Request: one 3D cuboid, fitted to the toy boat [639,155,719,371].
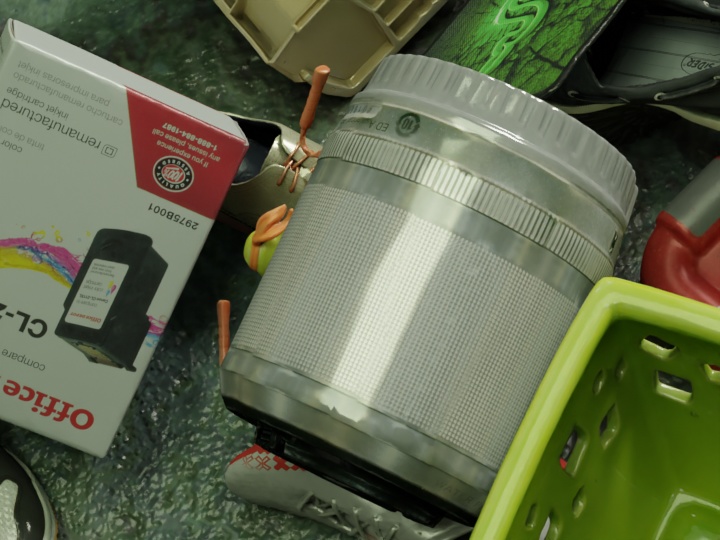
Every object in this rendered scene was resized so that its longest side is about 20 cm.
[{"bbox_3d":[0.238,0.006,0.995,0.130,0.131,0.200,-44,62,-7],"label":"toy boat"}]

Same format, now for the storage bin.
[{"bbox_3d":[-0.021,-0.244,1.186,0.199,0.094,0.200,-45,62,10],"label":"storage bin"}]

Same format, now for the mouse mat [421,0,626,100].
[{"bbox_3d":[0.105,-0.156,1.056,0.200,0.008,0.160,-51,25,-24],"label":"mouse mat"}]

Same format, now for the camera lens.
[{"bbox_3d":[0.032,0.015,0.950,0.159,0.160,0.202,22,82,23],"label":"camera lens"}]

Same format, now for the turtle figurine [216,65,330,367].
[{"bbox_3d":[0.000,0.000,1.066,0.160,0.064,0.202,20,106,9],"label":"turtle figurine"}]

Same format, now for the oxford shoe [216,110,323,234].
[{"bbox_3d":[-0.029,-0.041,1.125,0.198,0.074,0.071,19,72,23],"label":"oxford shoe"}]

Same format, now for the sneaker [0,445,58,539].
[{"bbox_3d":[-0.255,0.102,1.115,0.076,0.088,0.200,-41,63,-8],"label":"sneaker"}]

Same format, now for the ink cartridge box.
[{"bbox_3d":[-0.170,-0.016,1.074,0.145,0.083,0.201,23,99,-16],"label":"ink cartridge box"}]

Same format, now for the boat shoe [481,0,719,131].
[{"bbox_3d":[0.143,-0.123,1.038,0.198,0.066,0.075,21,74,34],"label":"boat shoe"}]

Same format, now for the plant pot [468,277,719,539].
[{"bbox_3d":[0.175,0.149,0.919,0.197,0.182,0.201,20,73,23],"label":"plant pot"}]

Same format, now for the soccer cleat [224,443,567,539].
[{"bbox_3d":[0.019,0.129,1.038,0.198,0.069,0.086,1,62,11],"label":"soccer cleat"}]

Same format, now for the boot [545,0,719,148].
[{"bbox_3d":[0.144,-0.179,1.145,0.163,0.066,0.202,-18,63,6],"label":"boot"}]
